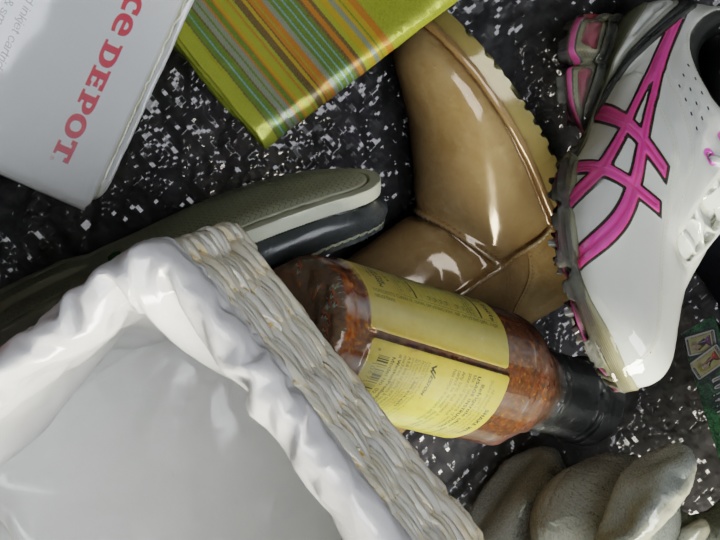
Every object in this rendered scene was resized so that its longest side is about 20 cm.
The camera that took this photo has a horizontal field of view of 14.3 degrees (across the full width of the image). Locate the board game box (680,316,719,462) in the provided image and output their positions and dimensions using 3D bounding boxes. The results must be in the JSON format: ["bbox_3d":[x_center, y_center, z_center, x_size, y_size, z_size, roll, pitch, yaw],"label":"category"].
[{"bbox_3d":[0.198,0.123,1.316,0.023,0.200,0.105,-25,132,14],"label":"board game box"}]

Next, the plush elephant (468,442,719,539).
[{"bbox_3d":[0.124,0.153,1.317,0.200,0.165,0.155,14,88,-31],"label":"plush elephant"}]

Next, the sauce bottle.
[{"bbox_3d":[0.038,0.043,1.249,0.200,0.066,0.066,19,95,-44],"label":"sauce bottle"}]

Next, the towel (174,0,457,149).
[{"bbox_3d":[0.008,-0.143,1.263,0.200,0.018,0.086,-37,80,-10],"label":"towel"}]

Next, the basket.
[{"bbox_3d":[-0.077,0.108,1.101,0.200,0.161,0.198,-38,92,13],"label":"basket"}]

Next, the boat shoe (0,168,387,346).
[{"bbox_3d":[-0.076,0.012,1.245,0.200,0.072,0.068,-25,107,5],"label":"boat shoe"}]

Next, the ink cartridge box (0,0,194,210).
[{"bbox_3d":[-0.175,-0.132,1.178,0.200,0.087,0.146,24,93,-22],"label":"ink cartridge box"}]

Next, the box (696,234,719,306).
[{"bbox_3d":[0.278,-0.017,1.359,0.198,0.123,0.200,-40,112,-8],"label":"box"}]

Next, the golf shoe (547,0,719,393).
[{"bbox_3d":[0.133,-0.040,1.260,0.092,0.200,0.073,-9,145,22],"label":"golf shoe"}]

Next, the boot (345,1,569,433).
[{"bbox_3d":[0.000,0.000,1.289,0.200,0.066,0.175,-36,112,-9],"label":"boot"}]
